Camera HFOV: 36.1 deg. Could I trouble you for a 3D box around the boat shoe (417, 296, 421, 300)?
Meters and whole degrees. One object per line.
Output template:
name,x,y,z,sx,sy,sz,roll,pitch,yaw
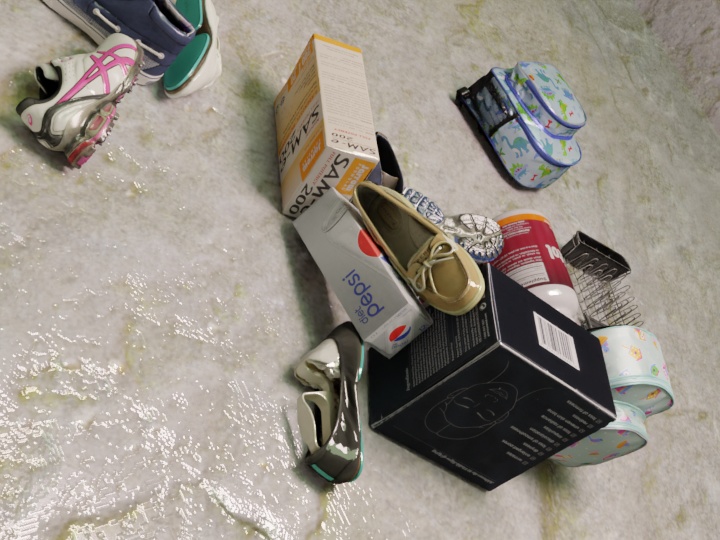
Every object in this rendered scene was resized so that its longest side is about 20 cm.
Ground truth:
boat shoe,0.094,0.044,1.395,0.068,0.072,0.199,30,36,31

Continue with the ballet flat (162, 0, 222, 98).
ballet flat,-0.193,-0.262,1.326,0.069,0.069,0.201,31,37,-31

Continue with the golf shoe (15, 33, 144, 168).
golf shoe,-0.281,-0.195,1.126,0.092,0.073,0.201,37,35,-21

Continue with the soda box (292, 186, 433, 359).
soda box,0.000,0.000,1.247,0.063,0.068,0.200,38,16,-51

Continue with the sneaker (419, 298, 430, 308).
sneaker,0.128,0.063,1.321,0.074,0.081,0.200,33,-13,34

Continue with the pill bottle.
pill bottle,0.241,0.022,1.559,0.113,0.113,0.201,20,45,-41

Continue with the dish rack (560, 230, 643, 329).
dish rack,0.403,0.046,1.803,0.153,0.054,0.201,23,43,-38

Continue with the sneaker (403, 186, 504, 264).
sneaker,0.086,-0.047,1.471,0.199,0.085,0.078,21,65,-12

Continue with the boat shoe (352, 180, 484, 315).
boat shoe,0.059,-0.028,1.210,0.063,0.073,0.201,30,19,-50

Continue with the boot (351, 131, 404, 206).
boot,0.009,-0.079,1.368,0.074,0.097,0.201,19,45,-42

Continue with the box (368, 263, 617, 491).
box,0.146,0.127,1.249,0.199,0.196,0.124,32,36,-30

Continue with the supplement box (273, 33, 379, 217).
supplement box,-0.046,-0.173,1.351,0.073,0.126,0.201,14,46,-25

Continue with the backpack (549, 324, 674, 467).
backpack,0.292,0.156,1.390,0.176,0.199,0.154,32,36,-49

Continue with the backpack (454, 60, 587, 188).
backpack,0.289,-0.249,1.858,0.182,0.147,0.201,-9,69,-53

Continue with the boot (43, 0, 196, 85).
boot,-0.277,-0.305,1.222,0.200,0.090,0.073,42,33,-18

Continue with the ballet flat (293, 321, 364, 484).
ballet flat,-0.032,0.125,1.148,0.068,0.068,0.201,23,41,-26
